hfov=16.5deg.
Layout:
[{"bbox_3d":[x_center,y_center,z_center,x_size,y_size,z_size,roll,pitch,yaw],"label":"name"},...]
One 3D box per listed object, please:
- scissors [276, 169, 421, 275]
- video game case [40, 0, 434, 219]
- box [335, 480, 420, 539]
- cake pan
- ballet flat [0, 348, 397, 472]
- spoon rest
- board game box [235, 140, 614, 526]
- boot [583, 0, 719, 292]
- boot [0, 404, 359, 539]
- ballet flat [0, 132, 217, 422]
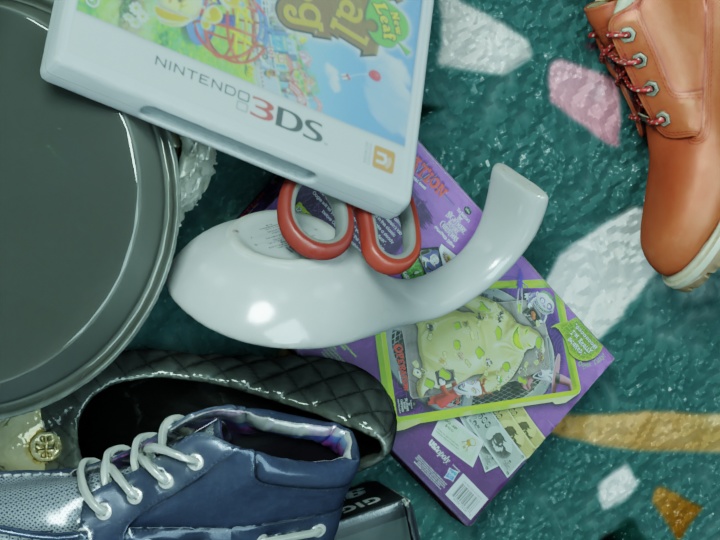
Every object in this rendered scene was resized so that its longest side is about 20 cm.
[{"bbox_3d":[-0.024,-0.086,1.171,0.073,0.014,0.201,-2,61,-29],"label":"scissors"},{"bbox_3d":[-0.047,-0.142,1.148,0.181,0.022,0.201,21,58,-24],"label":"video game case"},{"bbox_3d":[-0.056,0.211,1.241,0.199,0.046,0.160,-16,104,-19],"label":"box"},{"bbox_3d":[-0.181,-0.032,1.111,0.199,0.037,0.202,0,87,3],"label":"cake pan"},{"bbox_3d":[-0.081,0.073,1.193,0.198,0.057,0.067,-5,107,-7],"label":"ballet flat"},{"bbox_3d":[0.000,0.000,1.185,0.199,0.099,0.061,-15,125,-33],"label":"spoon rest"},{"bbox_3d":[0.027,0.020,1.254,0.120,0.032,0.200,-46,112,-6],"label":"board game box"},{"bbox_3d":[0.155,-0.093,1.269,0.107,0.075,0.201,11,86,-20],"label":"boot"},{"bbox_3d":[-0.102,0.099,1.147,0.199,0.073,0.091,6,125,-19],"label":"boot"},{"bbox_3d":[-0.143,-0.005,1.160,0.072,0.072,0.200,43,81,-22],"label":"ballet flat"}]
